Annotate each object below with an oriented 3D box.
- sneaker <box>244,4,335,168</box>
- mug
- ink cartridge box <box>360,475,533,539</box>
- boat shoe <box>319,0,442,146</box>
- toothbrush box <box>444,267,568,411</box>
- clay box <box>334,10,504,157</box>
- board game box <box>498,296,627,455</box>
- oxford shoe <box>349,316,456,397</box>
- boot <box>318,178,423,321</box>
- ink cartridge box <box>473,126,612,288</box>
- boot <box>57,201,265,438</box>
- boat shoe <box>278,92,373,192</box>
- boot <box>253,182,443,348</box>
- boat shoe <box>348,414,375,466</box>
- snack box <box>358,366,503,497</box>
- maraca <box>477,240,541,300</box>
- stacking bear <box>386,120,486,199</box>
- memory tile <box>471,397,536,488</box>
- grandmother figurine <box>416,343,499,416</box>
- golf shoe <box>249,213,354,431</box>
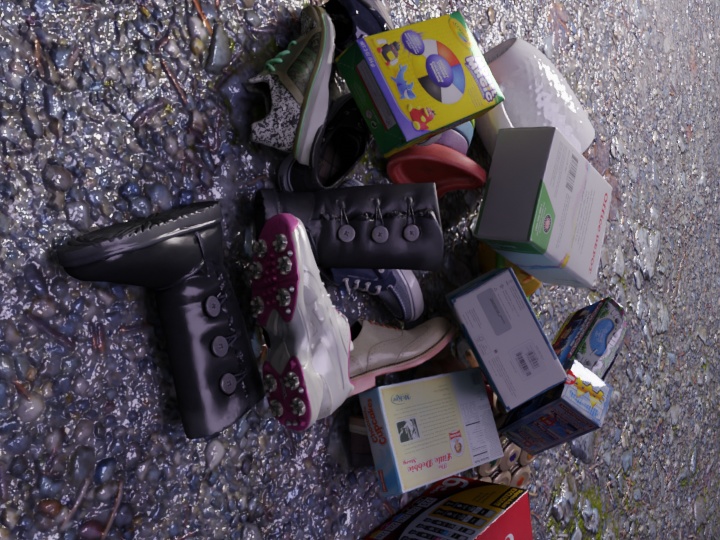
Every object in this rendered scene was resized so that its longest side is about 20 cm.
[{"bbox_3d":[-0.076,-0.206,0.794,0.087,0.077,0.203,9,60,-11],"label":"sneaker"},{"bbox_3d":[0.225,-0.222,1.075,0.176,0.146,0.201,53,33,-17],"label":"mug"},{"bbox_3d":[0.130,0.343,0.938,0.199,0.174,0.085,-19,103,-48],"label":"ink cartridge box"},{"bbox_3d":[0.018,-0.230,0.861,0.092,0.074,0.202,-10,67,-55],"label":"boat shoe"},{"bbox_3d":[0.177,0.080,0.964,0.148,0.084,0.200,63,2,3],"label":"toothbrush box"},{"bbox_3d":[0.077,-0.210,0.824,0.199,0.047,0.116,-29,92,-37],"label":"clay box"},{"bbox_3d":[0.272,0.138,0.959,0.061,0.200,0.201,34,80,3],"label":"board game box"},{"bbox_3d":[0.028,0.085,0.883,0.198,0.071,0.075,-21,89,-32],"label":"oxford shoe"},{"bbox_3d":[0.000,0.000,0.889,0.090,0.072,0.202,-42,119,-25],"label":"boot"},{"bbox_3d":[0.242,-0.076,0.976,0.199,0.087,0.148,24,77,-47],"label":"ink cartridge box"},{"bbox_3d":[-0.170,0.055,0.677,0.164,0.065,0.204,-23,110,-46],"label":"boot"},{"bbox_3d":[-0.018,-0.145,0.867,0.201,0.056,0.069,-53,127,-37],"label":"boat shoe"},{"bbox_3d":[-0.008,-0.007,0.801,0.197,0.065,0.168,-3,97,-21],"label":"boot"},{"bbox_3d":[0.056,0.226,0.939,0.199,0.071,0.066,25,76,-43],"label":"boat shoe"},{"bbox_3d":[0.089,0.187,0.903,0.198,0.037,0.118,-2,73,-46],"label":"snack box"},{"bbox_3d":[0.227,-0.006,1.116,0.137,0.106,0.204,-28,120,-52],"label":"maraca"},{"bbox_3d":[0.100,-0.211,0.972,0.113,0.120,0.203,23,68,-36],"label":"stacking bear"},{"bbox_3d":[0.227,0.249,1.107,0.152,0.017,0.203,3,109,-43],"label":"memory tile"},{"bbox_3d":[0.155,0.176,1.063,0.199,0.060,0.123,36,72,-40],"label":"grandmother figurine"},{"bbox_3d":[-0.053,0.045,0.726,0.091,0.075,0.204,-11,99,-44],"label":"golf shoe"}]
